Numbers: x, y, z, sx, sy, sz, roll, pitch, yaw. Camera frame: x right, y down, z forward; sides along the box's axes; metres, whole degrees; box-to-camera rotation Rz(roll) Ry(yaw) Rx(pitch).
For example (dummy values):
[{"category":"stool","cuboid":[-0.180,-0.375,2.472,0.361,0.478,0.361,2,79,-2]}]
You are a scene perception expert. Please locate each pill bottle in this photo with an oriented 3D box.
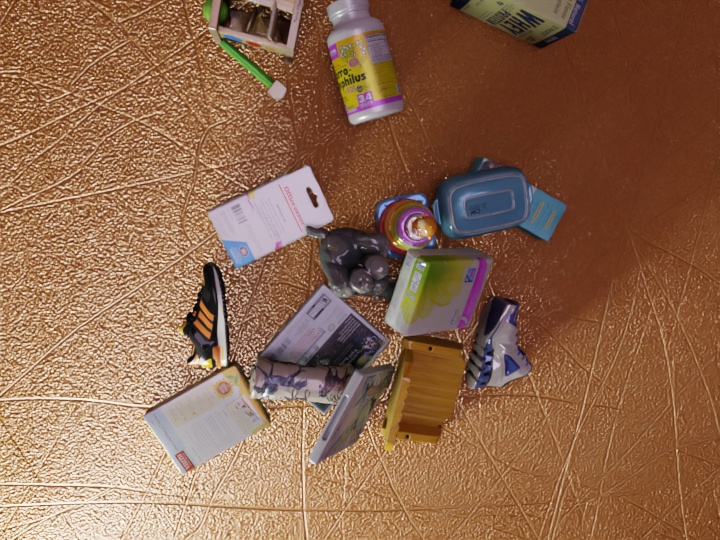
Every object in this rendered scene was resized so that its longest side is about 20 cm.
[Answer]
[{"category":"pill bottle","cuboid":[0.003,-0.368,0.988,0.104,0.104,0.201,-18,102,-5]}]

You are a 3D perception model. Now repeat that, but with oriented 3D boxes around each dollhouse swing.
[{"category":"dollhouse swing","cuboid":[0.130,0.245,1.077,0.181,0.176,0.201,12,98,-12]}]

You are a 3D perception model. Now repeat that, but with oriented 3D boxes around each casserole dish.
[{"category":"casserole dish","cuboid":[0.235,-0.126,1.050,0.199,0.039,0.122,-12,102,-5]}]

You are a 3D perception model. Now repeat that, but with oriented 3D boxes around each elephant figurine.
[{"category":"elephant figurine","cuboid":[0.000,0.000,1.051,0.141,0.200,0.156,-11,78,9]}]

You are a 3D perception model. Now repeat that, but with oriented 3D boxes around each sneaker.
[{"category":"sneaker","cuboid":[-0.293,0.087,1.039,0.089,0.070,0.201,-5,103,-11]},{"category":"sneaker","cuboid":[0.296,0.155,1.145,0.114,0.081,0.201,12,105,-14]}]

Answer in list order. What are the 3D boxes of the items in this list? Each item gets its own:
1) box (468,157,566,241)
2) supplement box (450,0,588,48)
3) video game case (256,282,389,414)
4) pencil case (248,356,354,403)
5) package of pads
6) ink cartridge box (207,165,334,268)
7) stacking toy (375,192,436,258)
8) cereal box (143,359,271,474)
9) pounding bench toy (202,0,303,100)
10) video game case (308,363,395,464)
[{"category":"box","cuboid":[0.297,-0.139,1.101,0.199,0.049,0.083,26,95,-12]},{"category":"supplement box","cuboid":[0.300,-0.538,0.987,0.199,0.134,0.201,19,97,-11]},{"category":"video game case","cuboid":[-0.073,0.156,1.111,0.182,0.023,0.200,42,91,-13]},{"category":"pencil case","cuboid":[-0.112,0.207,1.059,0.199,0.089,0.078,6,90,-8]},{"category":"package of pads","cuboid":[0.146,0.039,1.045,0.199,0.068,0.155,-1,117,-42]},{"category":"ink cartridge box","cuboid":[-0.161,-0.101,1.028,0.199,0.068,0.116,-26,103,-3]},{"category":"stacking toy","cuboid":[0.097,-0.078,1.003,0.109,0.200,0.117,-13,98,-7]},{"category":"cereal box","cuboid":[-0.294,0.285,1.090,0.199,0.040,0.144,-28,103,-3]},{"category":"pounding bench toy","cuboid":[-0.184,-0.402,0.942,0.155,0.124,0.201,11,98,-10]},{"category":"video game case","cuboid":[-0.009,0.264,1.060,0.022,0.200,0.183,30,95,20]}]
